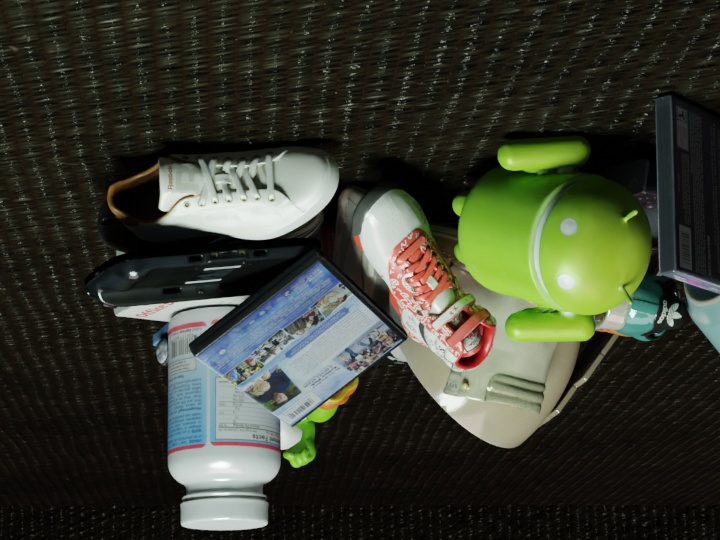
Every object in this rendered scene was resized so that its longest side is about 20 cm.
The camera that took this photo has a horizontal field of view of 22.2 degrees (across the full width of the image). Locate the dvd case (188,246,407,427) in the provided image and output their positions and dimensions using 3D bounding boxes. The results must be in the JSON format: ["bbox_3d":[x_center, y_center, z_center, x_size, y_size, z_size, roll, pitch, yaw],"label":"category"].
[{"bbox_3d":[-0.051,0.063,1.647,0.143,0.018,0.200,-38,147,5],"label":"dvd case"}]

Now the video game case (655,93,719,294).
[{"bbox_3d":[0.300,-0.049,1.485,0.019,0.143,0.200,-11,162,40],"label":"video game case"}]

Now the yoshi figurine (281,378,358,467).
[{"bbox_3d":[-0.090,0.146,1.893,0.112,0.113,0.200,19,144,-16],"label":"yoshi figurine"}]

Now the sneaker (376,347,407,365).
[{"bbox_3d":[0.013,0.076,2.072,0.112,0.073,0.200,-7,165,17],"label":"sneaker"}]

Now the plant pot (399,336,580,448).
[{"bbox_3d":[0.147,0.059,1.854,0.134,0.201,0.200,-41,147,23],"label":"plant pot"}]

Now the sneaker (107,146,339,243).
[{"bbox_3d":[-0.119,-0.064,1.529,0.199,0.073,0.085,-13,161,19],"label":"sneaker"}]

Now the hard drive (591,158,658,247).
[{"bbox_3d":[0.240,-0.054,1.656,0.135,0.042,0.200,7,164,-28],"label":"hard drive"}]

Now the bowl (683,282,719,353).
[{"bbox_3d":[0.364,0.001,1.638,0.105,0.201,0.201,27,155,-21],"label":"bowl"}]

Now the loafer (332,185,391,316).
[{"bbox_3d":[0.000,0.000,1.699,0.072,0.063,0.200,-37,154,-35],"label":"loafer"}]

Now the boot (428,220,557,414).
[{"bbox_3d":[0.100,0.042,1.736,0.200,0.155,0.072,19,-178,-6],"label":"boot"}]

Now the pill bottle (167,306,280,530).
[{"bbox_3d":[-0.129,0.142,1.743,0.108,0.201,0.109,-1,166,0],"label":"pill bottle"}]

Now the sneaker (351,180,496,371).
[{"bbox_3d":[0.063,0.010,1.602,0.108,0.067,0.202,39,162,35],"label":"sneaker"}]

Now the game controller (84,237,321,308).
[{"bbox_3d":[-0.134,-0.003,1.579,0.200,0.042,0.104,-6,159,-29],"label":"game controller"}]

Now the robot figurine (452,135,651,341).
[{"bbox_3d":[0.163,-0.028,1.548,0.115,0.176,0.200,-11,-164,-34],"label":"robot figurine"}]

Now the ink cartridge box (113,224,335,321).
[{"bbox_3d":[-0.120,0.002,1.773,0.200,0.083,0.146,8,163,-31],"label":"ink cartridge box"}]

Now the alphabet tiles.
[{"bbox_3d":[0.249,0.080,1.928,0.008,0.200,0.167,38,162,2],"label":"alphabet tiles"}]

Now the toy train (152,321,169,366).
[{"bbox_3d":[-0.126,0.070,1.967,0.200,0.115,0.087,7,152,-27],"label":"toy train"}]

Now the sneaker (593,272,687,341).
[{"bbox_3d":[0.254,0.033,1.727,0.080,0.072,0.200,15,-175,-3],"label":"sneaker"}]

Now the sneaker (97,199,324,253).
[{"bbox_3d":[-0.127,-0.036,1.644,0.200,0.076,0.115,-6,162,11],"label":"sneaker"}]
